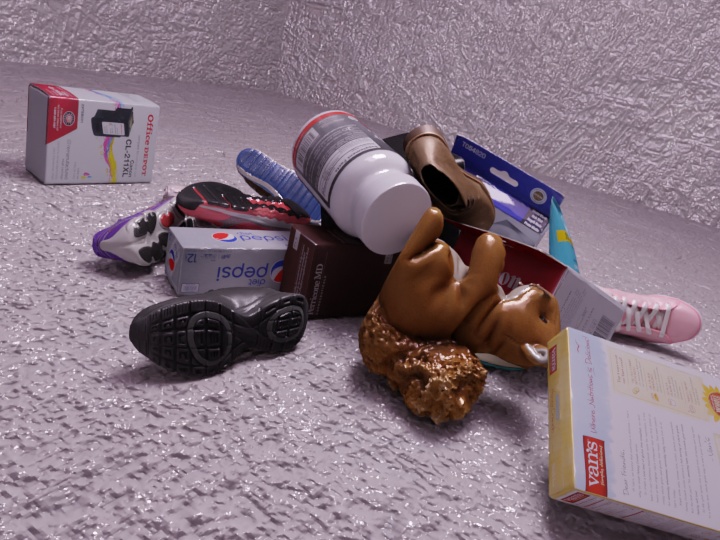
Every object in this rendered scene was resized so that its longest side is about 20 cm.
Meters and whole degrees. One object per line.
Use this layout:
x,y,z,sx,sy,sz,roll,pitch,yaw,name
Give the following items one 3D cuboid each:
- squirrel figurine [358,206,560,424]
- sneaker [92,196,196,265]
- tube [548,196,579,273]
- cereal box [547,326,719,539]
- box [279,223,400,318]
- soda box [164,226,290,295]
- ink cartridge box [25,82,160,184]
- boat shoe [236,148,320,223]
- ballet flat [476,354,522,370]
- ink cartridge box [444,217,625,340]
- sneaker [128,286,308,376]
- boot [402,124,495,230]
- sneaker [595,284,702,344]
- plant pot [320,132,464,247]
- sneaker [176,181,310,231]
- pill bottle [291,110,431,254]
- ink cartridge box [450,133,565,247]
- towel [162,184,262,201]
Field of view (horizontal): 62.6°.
0.104,0.062,0.616,0.185,0.202,0.142,31,-12,5,squirrel figurine
-0.283,-0.058,0.795,0.082,0.082,0.200,-1,11,13,sneaker
0.289,0.002,0.841,0.050,0.203,0.077,-8,-17,22,tube
0.256,0.146,0.512,0.197,0.040,0.145,19,54,-8,cereal box
0.000,0.000,0.781,0.198,0.102,0.075,0,24,-33,box
-0.147,-0.013,0.770,0.198,0.064,0.068,-1,25,-34,soda box
-0.462,-0.234,1.033,0.082,0.148,0.199,28,24,33,ink cartridge box
-0.145,-0.153,1.117,0.199,0.072,0.072,39,-19,4,boat shoe
0.125,0.072,0.722,0.197,0.070,0.070,11,20,-8,ballet flat
0.195,0.021,0.754,0.174,0.085,0.199,29,0,-31,ink cartridge box
-0.147,0.053,0.604,0.090,0.077,0.199,17,10,38,sneaker
0.120,-0.092,0.758,0.200,0.073,0.076,39,30,-43,boot
0.406,0.070,0.898,0.198,0.077,0.104,15,14,27,sneaker
0.036,-0.097,0.954,0.175,0.202,0.200,-8,27,-19,plant pot
-0.163,-0.061,0.826,0.198,0.088,0.074,9,25,-38,sneaker
-0.002,-0.113,0.748,0.114,0.117,0.200,0,34,-33,pill bottle
0.200,-0.089,0.962,0.198,0.201,0.041,34,51,16,ink cartridge box
-0.224,-0.116,0.981,0.197,0.033,0.191,5,7,-21,towel
